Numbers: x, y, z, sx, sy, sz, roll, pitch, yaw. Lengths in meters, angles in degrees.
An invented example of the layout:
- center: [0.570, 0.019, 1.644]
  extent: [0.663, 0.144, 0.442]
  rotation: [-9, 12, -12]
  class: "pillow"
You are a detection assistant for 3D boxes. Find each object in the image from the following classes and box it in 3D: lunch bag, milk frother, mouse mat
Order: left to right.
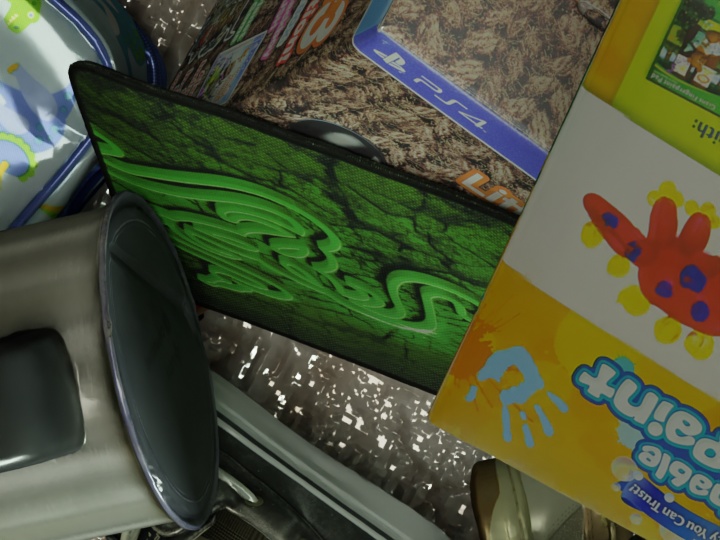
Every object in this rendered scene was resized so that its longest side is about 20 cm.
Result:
- center: [-0.180, -0.049, 1.092]
  extent: [0.161, 0.082, 0.200]
  rotation: [41, 105, 4]
  class: "lunch bag"
- center: [-0.146, 0.098, 0.992]
  extent: [0.187, 0.181, 0.201]
  rotation: [-13, 109, 12]
  class: "milk frother"
- center: [0.000, 0.000, 0.992]
  extent: [0.199, 0.161, 0.008]
  rotation: [21, 67, 17]
  class: "mouse mat"

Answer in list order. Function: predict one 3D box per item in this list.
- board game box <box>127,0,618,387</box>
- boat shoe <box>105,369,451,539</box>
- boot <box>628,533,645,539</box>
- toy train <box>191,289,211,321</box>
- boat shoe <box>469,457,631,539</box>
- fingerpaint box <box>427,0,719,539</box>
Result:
- center: [0.043, -0.049, 0.976]
  extent: [0.159, 0.200, 0.097]
  rotation: [34, 66, -16]
  class: "board game box"
- center: [-0.057, 0.087, 1.064]
  extent: [0.199, 0.071, 0.072]
  rotation: [25, 127, 10]
  class: "boat shoe"
- center: [0.154, 0.175, 1.071]
  extent: [0.174, 0.069, 0.201]
  rotation: [6, 114, -31]
  class: "boot"
- center: [-0.064, 0.004, 1.108]
  extent: [0.200, 0.046, 0.034]
  rotation: [-27, 98, 14]
  class: "toy train"
- center: [0.097, 0.159, 1.104]
  extent: [0.066, 0.074, 0.201]
  rotation: [-16, 108, 5]
  class: "boat shoe"
- center: [0.144, 0.009, 0.777]
  extent: [0.200, 0.073, 0.167]
  rotation: [28, 115, 10]
  class: "fingerpaint box"
